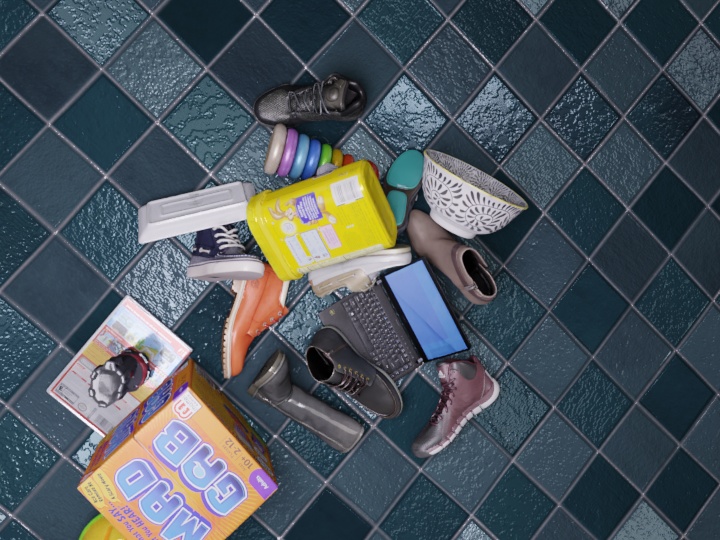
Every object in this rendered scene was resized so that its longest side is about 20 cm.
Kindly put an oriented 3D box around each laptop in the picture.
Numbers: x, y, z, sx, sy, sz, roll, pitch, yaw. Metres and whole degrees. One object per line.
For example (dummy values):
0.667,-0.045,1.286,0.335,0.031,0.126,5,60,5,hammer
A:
0.056,0.103,1.119,0.197,0.103,0.180,-30,94,-9,laptop

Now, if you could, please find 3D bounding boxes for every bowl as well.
0.176,-0.118,1.118,0.197,0.201,0.095,25,110,-9,bowl

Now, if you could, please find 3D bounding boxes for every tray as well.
-0.265,-0.103,1.065,0.196,0.108,0.023,-14,128,-10,tray

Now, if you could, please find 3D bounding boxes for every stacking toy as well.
-0.061,-0.179,1.116,0.196,0.085,0.087,16,87,-15,stacking toy

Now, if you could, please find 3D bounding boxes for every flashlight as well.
-0.360,0.161,0.978,0.068,0.200,0.068,-37,97,-7,flashlight

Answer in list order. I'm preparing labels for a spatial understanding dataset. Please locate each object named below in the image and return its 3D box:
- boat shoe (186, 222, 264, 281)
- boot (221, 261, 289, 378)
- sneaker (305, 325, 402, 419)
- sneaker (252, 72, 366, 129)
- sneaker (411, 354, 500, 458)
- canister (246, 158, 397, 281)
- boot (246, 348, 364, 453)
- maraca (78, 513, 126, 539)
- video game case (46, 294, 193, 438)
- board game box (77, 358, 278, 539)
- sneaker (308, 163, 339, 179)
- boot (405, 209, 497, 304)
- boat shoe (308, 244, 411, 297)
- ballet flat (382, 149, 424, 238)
-0.214,-0.035,1.033,0.074,0.198,0.095,12,80,-41,boat shoe
-0.176,0.085,1.096,0.105,0.075,0.205,14,86,-15,boot
-0.016,0.189,1.093,0.200,0.106,0.075,43,107,0,sneaker
-0.083,-0.285,1.092,0.194,0.114,0.078,-4,89,-8,sneaker
0.144,0.223,1.147,0.199,0.075,0.117,-38,104,-18,sneaker
-0.057,-0.076,1.019,0.196,0.087,0.150,-15,123,20,canister
-0.083,0.221,1.066,0.199,0.182,0.073,38,66,-1,boot
-0.360,0.470,1.042,0.137,0.107,0.201,-42,97,-8,maraca
-0.395,0.164,1.082,0.143,0.017,0.201,41,84,-7,video game case
-0.271,0.295,1.003,0.199,0.200,0.201,-41,102,-8,board game box
-0.040,-0.088,1.119,0.112,0.077,0.200,-24,129,26,sneaker
0.158,-0.028,1.116,0.070,0.146,0.200,-43,96,-5,boot
0.000,0.000,1.091,0.196,0.074,0.070,-9,94,33,boat shoe
0.065,-0.123,1.130,0.072,0.073,0.202,27,50,-9,ballet flat
